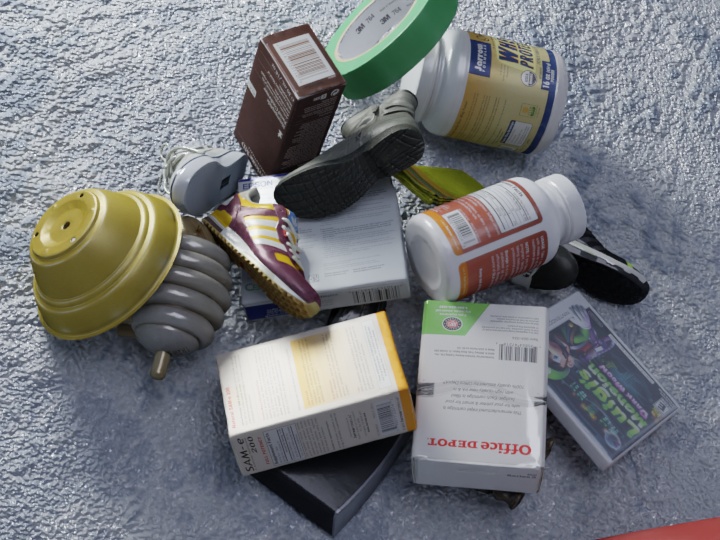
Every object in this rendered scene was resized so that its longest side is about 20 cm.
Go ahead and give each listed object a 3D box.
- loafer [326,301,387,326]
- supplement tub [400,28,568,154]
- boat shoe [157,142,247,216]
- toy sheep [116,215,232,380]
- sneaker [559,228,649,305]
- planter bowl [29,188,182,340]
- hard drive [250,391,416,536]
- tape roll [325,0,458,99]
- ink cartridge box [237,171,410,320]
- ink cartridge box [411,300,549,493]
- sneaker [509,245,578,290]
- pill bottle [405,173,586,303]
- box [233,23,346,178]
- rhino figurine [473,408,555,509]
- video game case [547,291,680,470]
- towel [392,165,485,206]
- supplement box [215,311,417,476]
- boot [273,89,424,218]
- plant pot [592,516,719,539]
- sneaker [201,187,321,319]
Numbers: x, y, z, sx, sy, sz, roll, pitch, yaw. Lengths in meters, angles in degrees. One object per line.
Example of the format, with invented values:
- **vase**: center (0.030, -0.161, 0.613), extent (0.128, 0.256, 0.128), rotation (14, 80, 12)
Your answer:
- **loafer**: center (0.000, 0.000, 1.578), extent (0.070, 0.068, 0.201), rotation (20, 59, -17)
- **supplement tub**: center (0.163, -0.243, 1.729), extent (0.200, 0.144, 0.144), rotation (11, 58, -12)
- **boat shoe**: center (-0.206, -0.121, 1.543), extent (0.086, 0.075, 0.202), rotation (20, 19, 8)
- **toy sheep**: center (-0.212, 0.030, 1.463), extent (0.138, 0.138, 0.200), rotation (13, 70, -10)
- **sneaker**: center (0.295, -0.032, 1.689), extent (0.200, 0.072, 0.083), rotation (29, 55, 1)
- **planter bowl**: center (-0.302, -0.029, 1.422), extent (0.200, 0.083, 0.200), rotation (-20, 46, 22)
- **hard drive**: center (-0.021, 0.189, 1.474), extent (0.135, 0.042, 0.200), rotation (36, 56, 6)
- **tape roll**: center (0.036, -0.315, 1.702), extent (0.048, 0.200, 0.201), rotation (43, 52, -26)
- **ink cartridge box**: center (-0.048, -0.039, 1.557), extent (0.199, 0.041, 0.200), rotation (-8, 51, 3)
- **ink cartridge box**: center (0.137, 0.142, 1.461), extent (0.145, 0.084, 0.200), rotation (4, 60, 6)
- **sneaker**: center (0.177, -0.019, 1.627), extent (0.200, 0.074, 0.089), rotation (22, 19, 4)
- **pill bottle**: center (0.163, -0.044, 1.529), extent (0.200, 0.112, 0.112), rotation (-21, 68, -20)
- **box**: center (-0.091, -0.199, 1.589), extent (0.075, 0.200, 0.100), rotation (-22, 68, -25)
- **rhino figurine**: center (0.186, 0.193, 1.527), extent (0.087, 0.060, 0.200), rotation (29, 52, 13)
- **video game case**: center (0.283, 0.130, 1.588), extent (0.182, 0.023, 0.200), rotation (-25, 70, -45)
- **towel**: center (0.109, -0.111, 1.636), extent (0.086, 0.018, 0.200), rotation (42, 22, 24)
- **supplement box**: center (-0.050, 0.134, 1.417), extent (0.200, 0.074, 0.126), rotation (-14, 43, -1)
- **boot**: center (-0.012, -0.142, 1.573), extent (0.200, 0.068, 0.131), rotation (-25, 29, 9)
- **plant pot**: center (0.326, 0.368, 1.402), extent (0.177, 0.200, 0.201), rotation (1, 60, -5)
- **sneaker**: center (-0.096, -0.028, 1.481), extent (0.090, 0.075, 0.200), rotation (-40, 57, -14)
